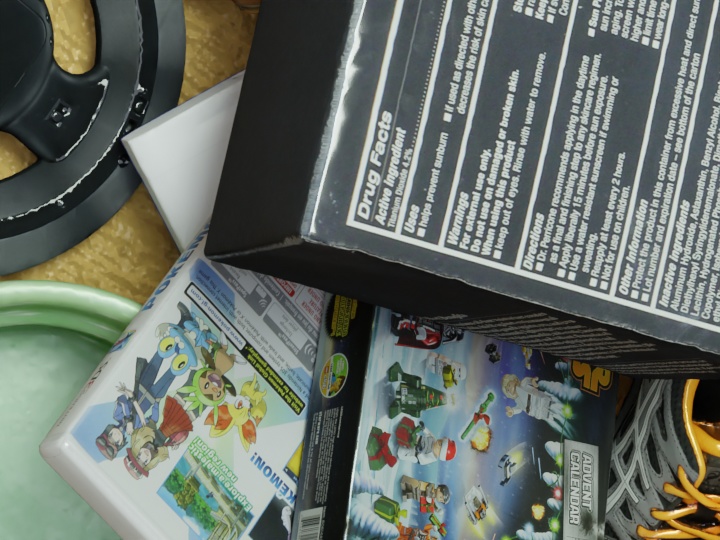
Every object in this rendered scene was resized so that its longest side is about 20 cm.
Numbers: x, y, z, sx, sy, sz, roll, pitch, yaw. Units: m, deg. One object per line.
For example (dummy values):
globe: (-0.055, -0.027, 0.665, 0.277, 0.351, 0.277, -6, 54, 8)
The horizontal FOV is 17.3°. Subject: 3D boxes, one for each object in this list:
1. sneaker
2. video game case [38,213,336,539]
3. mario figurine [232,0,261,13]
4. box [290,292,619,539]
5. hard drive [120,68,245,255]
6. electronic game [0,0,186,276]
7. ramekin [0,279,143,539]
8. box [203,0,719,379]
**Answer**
sneaker: (0.140, 0.083, 1.000, 0.078, 0.077, 0.201, 6, 112, -11)
video game case: (-0.013, 0.074, 0.964, 0.200, 0.022, 0.183, 49, 53, -20)
mario figurine: (-0.071, -0.206, 0.969, 0.123, 0.106, 0.201, 1, 110, 28)
box: (0.046, 0.045, 0.978, 0.137, 0.040, 0.201, 21, 66, -35)
hard drive: (0.000, 0.000, 1.029, 0.132, 0.025, 0.201, -30, 105, -12)
electronic game: (-0.167, -0.095, 0.989, 0.199, 0.042, 0.201, -4, 99, -24)
ramekin: (-0.139, 0.100, 0.992, 0.199, 0.098, 0.201, -1, 95, -10)
box: (0.067, -0.078, 0.899, 0.198, 0.123, 0.201, 16, 81, -21)
